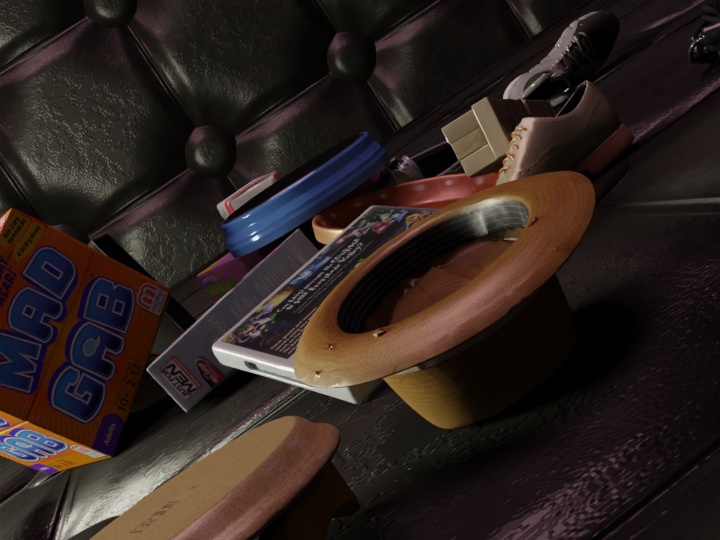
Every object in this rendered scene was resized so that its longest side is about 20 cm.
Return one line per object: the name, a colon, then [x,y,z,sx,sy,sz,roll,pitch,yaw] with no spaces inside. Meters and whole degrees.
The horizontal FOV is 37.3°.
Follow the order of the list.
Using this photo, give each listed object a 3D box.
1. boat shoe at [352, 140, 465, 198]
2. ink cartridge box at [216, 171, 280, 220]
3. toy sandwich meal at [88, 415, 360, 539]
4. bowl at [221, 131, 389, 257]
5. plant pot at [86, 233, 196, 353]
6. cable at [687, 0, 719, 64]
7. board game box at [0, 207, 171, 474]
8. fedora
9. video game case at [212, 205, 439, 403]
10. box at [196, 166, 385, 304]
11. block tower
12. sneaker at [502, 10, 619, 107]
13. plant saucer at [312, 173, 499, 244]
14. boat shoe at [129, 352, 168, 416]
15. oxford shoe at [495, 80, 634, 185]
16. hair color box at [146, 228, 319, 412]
boat shoe: [0.050,-0.096,1.174,0.200,0.072,0.070,-26,42,-25]
ink cartridge box: [-0.126,-0.055,1.508,0.085,0.148,0.200,-34,9,-7]
toy sandwich meal: [-0.077,0.144,0.489,0.204,0.071,0.205,-34,3,2]
bowl: [-0.063,-0.085,1.149,0.200,0.040,0.201,-32,10,6]
plant pot: [-0.345,0.085,1.457,0.177,0.200,0.200,-45,9,-1]
cable: [0.399,-0.265,1.013,0.163,0.051,0.200,-25,12,48]
board game box: [-0.364,0.088,1.182,0.199,0.199,0.201,-23,44,52]
fedora: [0.056,0.026,0.575,0.200,0.082,0.201,-31,14,9]
video game case: [0.005,0.017,0.821,0.200,0.023,0.181,-43,29,-27]
box: [-0.063,-0.023,1.257,0.200,0.097,0.176,-40,10,-30]
block tower: [0.144,-0.128,1.023,0.058,0.054,0.200,-30,-7,26]
sneaker: [0.290,-0.277,1.467,0.200,0.075,0.116,-44,12,5]
plant saucer: [0.053,-0.055,1.030,0.199,0.033,0.200,-13,14,3]
boat shoe: [-0.267,0.129,1.281,0.199,0.065,0.072,-28,10,34]
oxford shoe: [0.140,-0.086,0.906,0.200,0.074,0.071,-37,10,-21]
hair color box: [-0.119,0.048,1.075,0.200,0.061,0.099,-44,4,-6]
